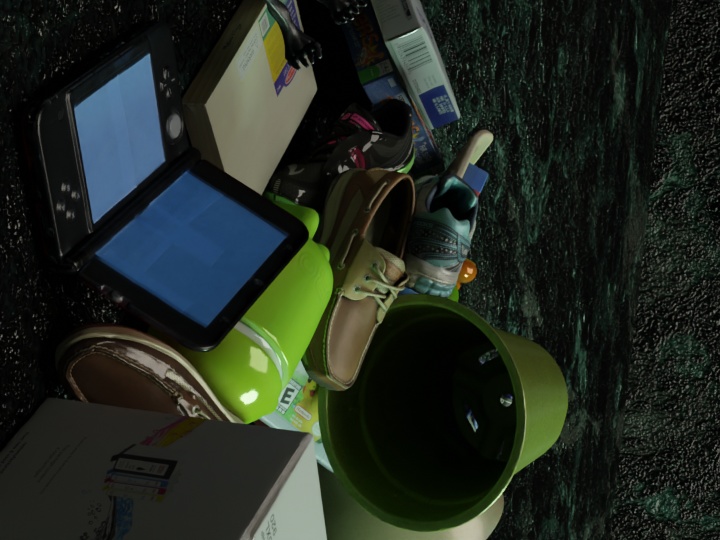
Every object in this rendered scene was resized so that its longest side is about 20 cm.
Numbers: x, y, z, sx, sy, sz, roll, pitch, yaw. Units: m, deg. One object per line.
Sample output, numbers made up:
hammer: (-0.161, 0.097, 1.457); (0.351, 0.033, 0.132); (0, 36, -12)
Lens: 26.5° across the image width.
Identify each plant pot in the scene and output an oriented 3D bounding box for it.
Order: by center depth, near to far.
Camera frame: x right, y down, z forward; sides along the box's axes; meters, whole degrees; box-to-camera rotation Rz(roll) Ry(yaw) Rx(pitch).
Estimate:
plant pot: (0.095, 0.122, 1.366); (0.190, 0.199, 0.201); (3, 92, -59)
plant pot: (0.023, 0.202, 1.486); (0.135, 0.200, 0.200); (66, 30, -19)

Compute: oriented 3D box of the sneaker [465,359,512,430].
sneaker: (0.096, 0.113, 1.544); (0.199, 0.115, 0.081); (22, 91, -32)

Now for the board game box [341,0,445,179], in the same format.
board game box: (0.026, -0.191, 1.512); (0.200, 0.034, 0.136); (53, 17, -62)

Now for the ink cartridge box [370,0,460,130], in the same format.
ink cartridge box: (0.032, -0.259, 1.440); (0.200, 0.040, 0.201); (52, 17, -68)

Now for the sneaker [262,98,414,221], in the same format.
sneaker: (-0.021, -0.106, 1.377); (0.200, 0.077, 0.084); (-35, 144, -47)

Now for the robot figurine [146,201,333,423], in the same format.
robot figurine: (-0.094, 0.036, 1.186); (0.176, 0.115, 0.200); (76, 31, -47)

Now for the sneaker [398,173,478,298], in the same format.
sneaker: (0.078, -0.050, 1.378); (0.200, 0.077, 0.087); (-85, -160, -65)

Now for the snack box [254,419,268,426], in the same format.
snack box: (-0.088, 0.043, 1.347); (0.072, 0.024, 0.201); (-62, 150, -48)

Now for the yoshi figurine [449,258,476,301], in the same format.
yoshi figurine: (0.065, 0.065, 1.653); (0.112, 0.112, 0.201); (63, 44, -62)

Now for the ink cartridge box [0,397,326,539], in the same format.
ink cartridge box: (-0.136, 0.190, 0.988); (0.145, 0.199, 0.148); (-57, 146, -52)

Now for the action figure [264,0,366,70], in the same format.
action figure: (-0.071, -0.256, 1.135); (0.119, 0.102, 0.200); (-43, 118, -11)

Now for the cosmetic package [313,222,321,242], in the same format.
cosmetic package: (-0.017, -0.031, 1.459); (0.200, 0.074, 0.102); (-62, 151, -45)

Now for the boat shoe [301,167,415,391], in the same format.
boat shoe: (0.000, 0.000, 1.282); (0.076, 0.074, 0.201); (33, 60, -44)

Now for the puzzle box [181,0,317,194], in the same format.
puzzle box: (-0.091, -0.148, 1.295); (0.200, 0.025, 0.133); (-66, 152, -43)

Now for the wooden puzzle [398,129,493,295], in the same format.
wooden puzzle: (0.068, -0.028, 1.560); (0.200, 0.046, 0.185); (-59, -177, -29)

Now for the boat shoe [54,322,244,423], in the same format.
boat shoe: (-0.130, 0.112, 1.072); (0.202, 0.075, 0.075); (39, 17, -35)

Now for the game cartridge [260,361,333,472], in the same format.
game cartridge: (-0.040, 0.087, 1.353); (0.134, 0.040, 0.200); (-59, 140, -10)

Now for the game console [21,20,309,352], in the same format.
game console: (-0.129, -0.066, 1.072); (0.200, 0.118, 0.173); (-53, 143, -57)
